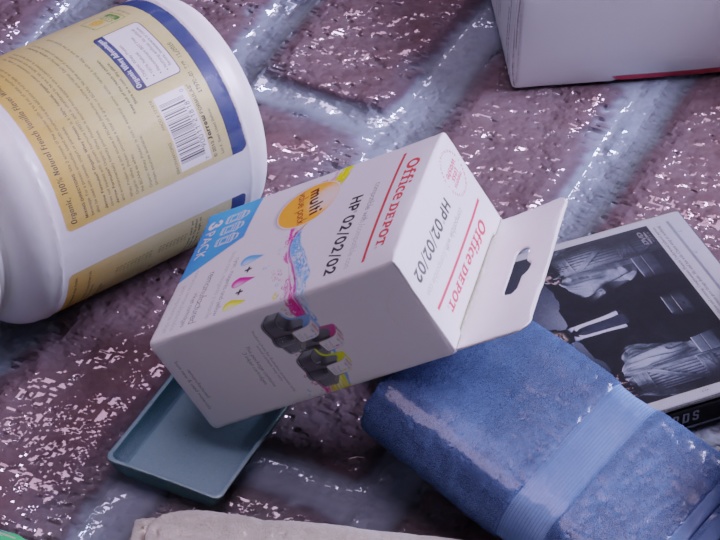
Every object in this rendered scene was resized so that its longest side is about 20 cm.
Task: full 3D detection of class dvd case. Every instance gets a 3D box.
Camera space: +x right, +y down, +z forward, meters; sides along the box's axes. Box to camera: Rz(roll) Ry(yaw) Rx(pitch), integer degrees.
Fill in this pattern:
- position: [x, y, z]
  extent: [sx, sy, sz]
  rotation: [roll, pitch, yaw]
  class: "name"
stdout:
- position: [0.122, 0.042, 1.609]
  extent: [0.200, 0.025, 0.150]
  rotation: [-15, 43, -18]
  class: "dvd case"

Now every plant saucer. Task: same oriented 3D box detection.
- position: [-0.061, 0.056, 1.596]
  extent: [0.070, 0.019, 0.200]
  rotation: [18, 45, 19]
  class: "plant saucer"

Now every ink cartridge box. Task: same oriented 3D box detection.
- position: [0.152, -0.216, 1.848]
  extent: [0.147, 0.086, 0.200]
  rotation: [-5, 45, -5]
  class: "ink cartridge box"
- position: [0.000, 0.000, 1.524]
  extent: [0.200, 0.068, 0.115]
  rotation: [-19, 31, 30]
  class: "ink cartridge box"

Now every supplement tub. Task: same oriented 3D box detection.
- position: [-0.168, -0.057, 1.629]
  extent: [0.200, 0.145, 0.144]
  rotation: [-26, 48, -28]
  class: "supplement tub"

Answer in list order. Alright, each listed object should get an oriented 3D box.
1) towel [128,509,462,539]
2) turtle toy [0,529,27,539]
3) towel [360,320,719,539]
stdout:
- position: [-0.028, 0.182, 1.441]
  extent: [0.199, 0.035, 0.133]
  rotation: [6, 43, 5]
  class: "towel"
- position: [-0.195, 0.175, 1.382]
  extent: [0.200, 0.146, 0.101]
  rotation: [13, 20, 28]
  class: "turtle toy"
- position: [0.104, 0.102, 1.498]
  extent: [0.200, 0.049, 0.112]
  rotation: [37, 59, 18]
  class: "towel"
